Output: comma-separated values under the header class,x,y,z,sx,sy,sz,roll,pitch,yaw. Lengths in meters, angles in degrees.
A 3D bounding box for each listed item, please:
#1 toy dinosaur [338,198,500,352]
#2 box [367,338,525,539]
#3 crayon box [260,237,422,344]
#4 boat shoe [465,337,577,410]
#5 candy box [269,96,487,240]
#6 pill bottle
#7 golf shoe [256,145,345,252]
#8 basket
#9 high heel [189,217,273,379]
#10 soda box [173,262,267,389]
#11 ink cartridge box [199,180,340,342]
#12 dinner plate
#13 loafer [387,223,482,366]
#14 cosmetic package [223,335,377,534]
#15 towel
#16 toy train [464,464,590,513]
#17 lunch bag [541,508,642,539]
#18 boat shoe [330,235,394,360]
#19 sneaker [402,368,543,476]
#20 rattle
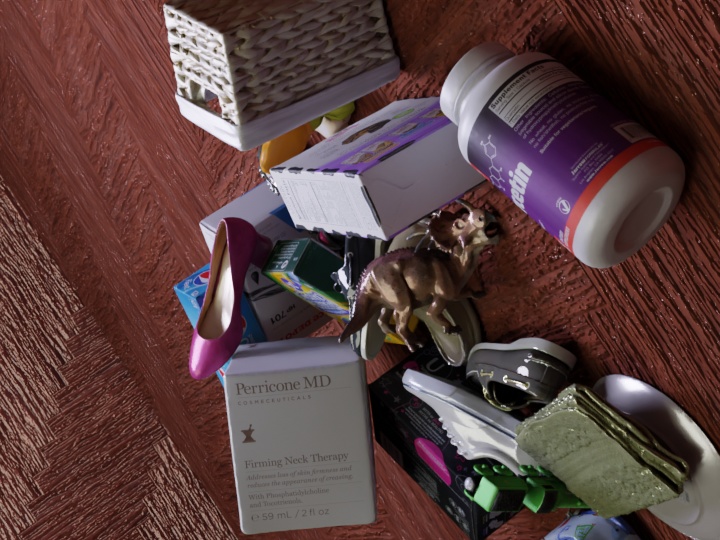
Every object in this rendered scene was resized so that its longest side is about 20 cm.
class,x,y,z,sx,sy,sz,roll,pitch,yaw
toy dinosaur,0.058,0.002,1.354,0.086,0.200,0.136,-96,-15,-68
box,0.117,0.206,1.555,0.200,0.115,0.132,44,156,33
crayon box,-0.010,0.033,1.541,0.200,0.052,0.126,31,169,-18
boat shoe,0.161,0.117,1.381,0.072,0.060,0.202,29,163,-14
candy box,0.031,-0.103,1.232,0.200,0.168,0.072,10,128,62
pill bottle,0.158,-0.101,1.039,0.200,0.112,0.113,44,155,29
golf shoe,-0.051,-0.109,1.561,0.200,0.077,0.088,49,130,30
basket,-0.081,-0.227,1.265,0.135,0.200,0.124,34,144,45
high heel,-0.175,0.033,1.543,0.067,0.200,0.096,29,-179,33
soda box,-0.166,0.092,1.669,0.068,0.064,0.200,23,142,53
ink cartridge box,-0.106,-0.009,1.687,0.086,0.146,0.200,29,146,48
dinner plate,0.296,0.194,1.278,0.200,0.024,0.200,45,156,26
loafer,0.078,0.032,1.456,0.076,0.068,0.200,20,138,57
cosmetic package,-0.070,0.196,1.570,0.166,0.167,0.201,-85,-12,-81
towel,0.238,0.183,1.276,0.148,0.036,0.200,41,157,5
toy train,0.193,0.235,1.367,0.056,0.200,0.042,34,109,48
lunch bag,0.290,0.358,1.447,0.200,0.076,0.160,52,160,6
boat shoe,-0.001,0.000,1.445,0.066,0.074,0.200,5,92,21
sneaker,0.125,0.176,1.442,0.200,0.071,0.073,27,-178,25
rattle,-0.112,-0.212,1.441,0.200,0.143,0.130,46,175,11
